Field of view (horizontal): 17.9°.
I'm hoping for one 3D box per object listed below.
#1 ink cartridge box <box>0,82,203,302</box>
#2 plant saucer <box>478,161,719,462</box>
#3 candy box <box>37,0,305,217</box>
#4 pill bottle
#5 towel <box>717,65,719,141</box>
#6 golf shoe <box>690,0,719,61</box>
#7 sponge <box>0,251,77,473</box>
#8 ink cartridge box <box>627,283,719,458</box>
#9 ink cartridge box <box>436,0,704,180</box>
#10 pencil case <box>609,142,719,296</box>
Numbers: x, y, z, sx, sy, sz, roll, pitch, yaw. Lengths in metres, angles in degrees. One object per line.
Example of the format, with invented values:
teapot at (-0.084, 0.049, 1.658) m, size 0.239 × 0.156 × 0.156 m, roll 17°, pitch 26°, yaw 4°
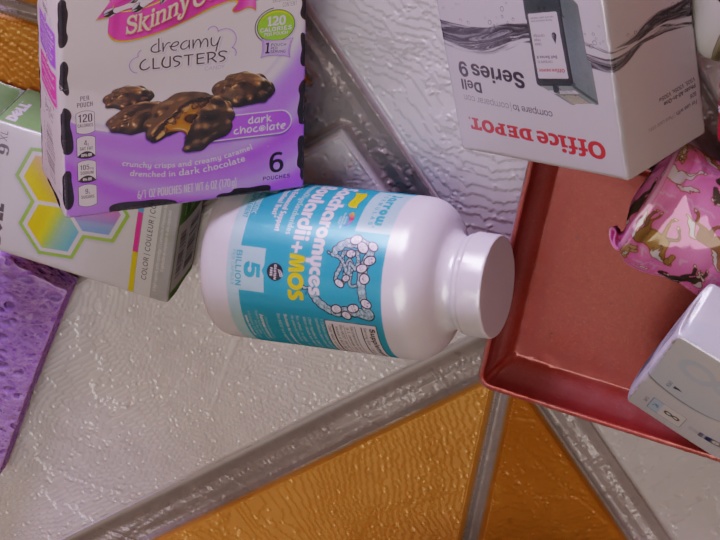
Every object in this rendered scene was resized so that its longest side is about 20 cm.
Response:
ink cartridge box at (-0.212, -0.061, 1.629) m, size 0.199 × 0.059 × 0.104 m, roll 18°, pitch 122°, yaw 9°
plant saucer at (0.195, 0.017, 1.547) m, size 0.198 × 0.037 × 0.201 m, roll 17°, pitch 122°, yaw 9°
candy box at (-0.124, -0.147, 1.499) m, size 0.167 × 0.072 × 0.201 m, roll -8°, pitch 121°, yaw -17°
pill bottle at (0.000, 0.000, 1.550) m, size 0.199 × 0.111 × 0.111 m, roll 6°, pitch 119°, yaw 22°
towel at (0.270, -0.181, 1.370) m, size 0.022 × 0.144 × 0.201 m, roll 34°, pitch 136°, yaw 50°
golf shoe at (0.216, -0.228, 1.391) m, size 0.092 × 0.073 × 0.201 m, roll 12°, pitch 112°, yaw 19°
sponge at (-0.295, 0.059, 1.741) m, size 0.111 × 0.030 × 0.201 m, roll 27°, pitch 122°, yaw 3°
ink cartridge box at (0.276, 0.100, 1.455) m, size 0.199 × 0.047 × 0.160 m, roll 34°, pitch 162°, yaw 6°
ink cartridge box at (0.124, -0.169, 1.412) m, size 0.145 × 0.084 × 0.201 m, roll 14°, pitch 125°, yaw 44°
pencil case at (0.258, -0.001, 1.448) m, size 0.199 × 0.087 × 0.083 m, roll 31°, pitch 154°, yaw 1°
